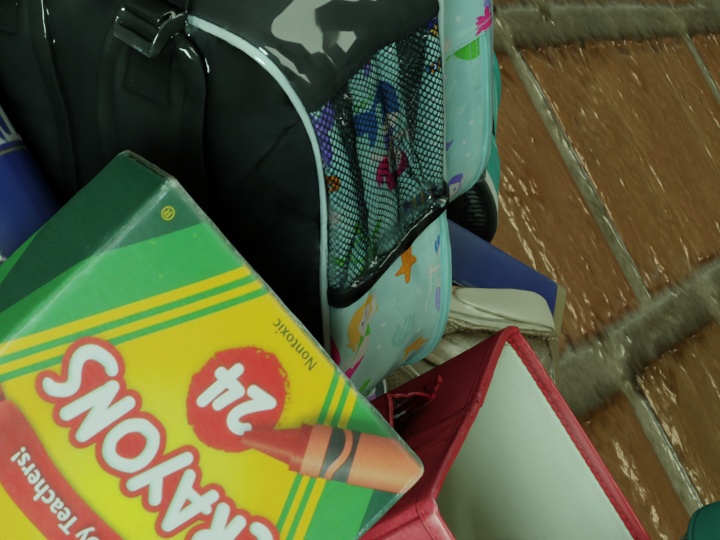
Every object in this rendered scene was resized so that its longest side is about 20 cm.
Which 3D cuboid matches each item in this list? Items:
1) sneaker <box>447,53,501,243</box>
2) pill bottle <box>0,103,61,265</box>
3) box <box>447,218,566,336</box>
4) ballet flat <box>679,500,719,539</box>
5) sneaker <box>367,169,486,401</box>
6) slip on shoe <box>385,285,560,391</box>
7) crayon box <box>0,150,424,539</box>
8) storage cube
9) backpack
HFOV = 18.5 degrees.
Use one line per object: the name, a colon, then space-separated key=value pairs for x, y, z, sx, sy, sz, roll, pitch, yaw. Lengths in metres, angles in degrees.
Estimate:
sneaker: x=0.018 y=-0.115 z=1.161 sx=0.121 sy=0.083 sz=0.200 roll=-82 pitch=148 yaw=-60
pill bottle: x=-0.154 y=-0.002 z=0.711 sx=0.200 sy=0.120 sz=0.120 roll=60 pitch=21 yaw=-3
box: x=0.006 y=-0.007 z=1.094 sx=0.200 sy=0.121 sz=0.033 roll=25 pitch=73 yaw=-57
ballet flat: x=0.132 y=0.134 z=0.789 sx=0.070 sy=0.069 sz=0.200 roll=61 pitch=20 yaw=1
sneaker: x=0.000 y=0.000 z=0.910 sx=0.200 sy=0.140 sz=0.078 roll=50 pitch=19 yaw=-27
slip on shoe: x=0.010 y=0.042 z=1.034 sx=0.200 sy=0.076 sz=0.061 roll=7 pitch=61 yaw=-36
crayon box: x=-0.094 y=0.080 z=0.644 sx=0.127 sy=0.200 sz=0.051 roll=49 pitch=-8 yaw=-26
storage cube: x=0.014 y=0.156 z=0.814 sx=0.200 sy=0.180 sz=0.171 roll=57 pitch=21 yaw=-9
backpack: x=-0.044 y=-0.043 z=0.772 sx=0.150 sy=0.177 sz=0.200 roll=-36 pitch=137 yaw=-37
